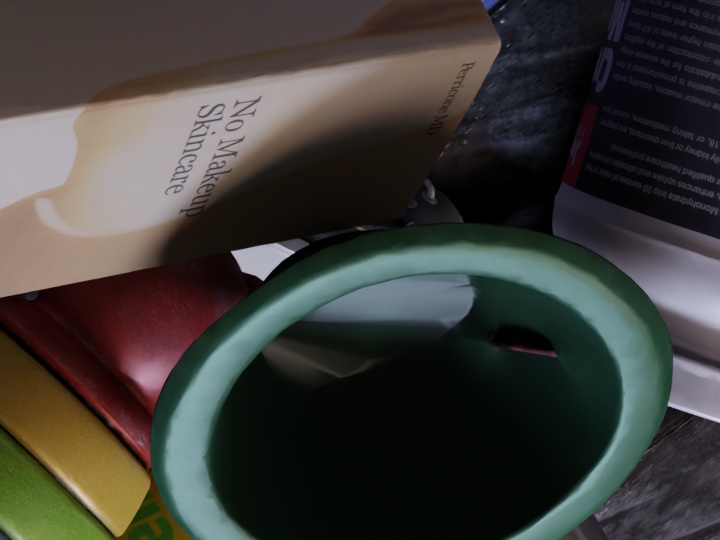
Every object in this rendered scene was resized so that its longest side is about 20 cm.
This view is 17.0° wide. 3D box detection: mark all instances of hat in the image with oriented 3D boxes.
[{"bbox_3d":[0.000,0.000,0.833,0.165,0.177,0.200,26,125,-30],"label":"hat"}]

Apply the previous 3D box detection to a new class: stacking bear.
[{"bbox_3d":[-0.119,0.058,0.845,0.200,0.121,0.114,-48,-172,-10],"label":"stacking bear"}]

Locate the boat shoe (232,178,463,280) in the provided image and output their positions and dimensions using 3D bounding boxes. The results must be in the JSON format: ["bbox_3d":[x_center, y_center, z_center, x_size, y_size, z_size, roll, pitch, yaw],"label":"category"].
[{"bbox_3d":[0.009,-0.010,0.962,0.200,0.072,0.062,24,79,-53],"label":"boat shoe"}]

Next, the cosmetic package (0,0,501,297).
[{"bbox_3d":[-0.068,-0.054,0.740,0.199,0.071,0.105,-12,153,-27],"label":"cosmetic package"}]

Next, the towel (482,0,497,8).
[{"bbox_3d":[0.019,-0.128,0.789,0.144,0.024,0.200,-32,154,1],"label":"towel"}]

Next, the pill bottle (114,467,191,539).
[{"bbox_3d":[-0.114,0.151,1.017,0.199,0.111,0.111,-24,153,-18],"label":"pill bottle"}]

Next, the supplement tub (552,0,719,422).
[{"bbox_3d":[0.149,-0.051,0.850,0.140,0.140,0.201,8,100,-53],"label":"supplement tub"}]

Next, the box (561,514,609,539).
[{"bbox_3d":[0.083,0.196,1.216,0.130,0.201,0.199,-32,154,4],"label":"box"}]
